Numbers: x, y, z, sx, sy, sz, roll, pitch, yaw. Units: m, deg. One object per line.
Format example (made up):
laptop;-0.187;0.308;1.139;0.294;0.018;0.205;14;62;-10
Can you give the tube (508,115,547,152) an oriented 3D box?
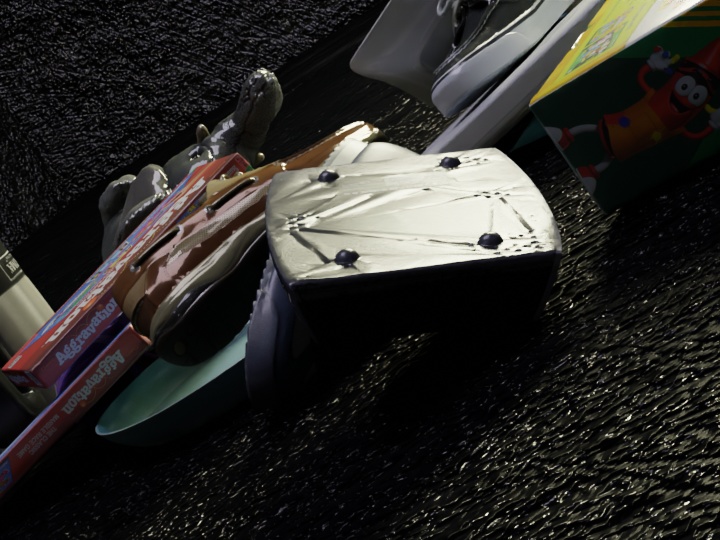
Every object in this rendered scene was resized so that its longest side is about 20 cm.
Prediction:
tube;0.175;-0.139;1.113;0.200;0.050;0.077;-34;3;37

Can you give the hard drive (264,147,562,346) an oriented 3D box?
hard drive;0.022;-0.015;0.871;0.135;0.042;0.200;-7;17;-3

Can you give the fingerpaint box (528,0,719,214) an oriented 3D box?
fingerpaint box;0.195;-0.129;0.910;0.167;0.073;0.200;-30;12;31

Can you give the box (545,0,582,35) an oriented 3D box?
box;0.199;-0.203;1.321;0.200;0.044;0.160;-30;12;29

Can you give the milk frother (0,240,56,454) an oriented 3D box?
milk frother;-0.326;0.076;1.333;0.200;0.188;0.181;-32;10;19

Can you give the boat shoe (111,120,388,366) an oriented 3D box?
boat shoe;-0.066;-0.030;1.076;0.200;0.074;0.076;-40;-30;-28

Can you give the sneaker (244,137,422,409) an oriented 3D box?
sneaker;0.000;0.000;0.985;0.082;0.070;0.200;11;48;17

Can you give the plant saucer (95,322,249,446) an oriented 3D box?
plant saucer;-0.074;0.048;1.102;0.200;0.027;0.200;-34;11;7

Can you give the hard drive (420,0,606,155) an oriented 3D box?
hard drive;0.107;-0.122;1.176;0.200;0.026;0.132;-43;3;27

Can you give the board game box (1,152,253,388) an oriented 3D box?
board game box;-0.158;0.001;1.211;0.200;0.019;0.103;-48;15;-17

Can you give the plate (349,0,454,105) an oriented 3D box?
plate;0.090;-0.208;1.321;0.200;0.032;0.200;-55;-19;9

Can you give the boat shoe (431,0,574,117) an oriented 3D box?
boat shoe;0.090;-0.173;1.206;0.199;0.068;0.074;-47;4;-41

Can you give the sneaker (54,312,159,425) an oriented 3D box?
sneaker;-0.130;0.043;1.240;0.200;0.081;0.083;-39;26;17

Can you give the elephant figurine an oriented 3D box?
elephant figurine;-0.129;-0.041;1.362;0.141;0.156;0.200;-15;-7;-22

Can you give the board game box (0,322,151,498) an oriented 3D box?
board game box;-0.188;0.088;1.161;0.200;0.019;0.103;-44;4;22
